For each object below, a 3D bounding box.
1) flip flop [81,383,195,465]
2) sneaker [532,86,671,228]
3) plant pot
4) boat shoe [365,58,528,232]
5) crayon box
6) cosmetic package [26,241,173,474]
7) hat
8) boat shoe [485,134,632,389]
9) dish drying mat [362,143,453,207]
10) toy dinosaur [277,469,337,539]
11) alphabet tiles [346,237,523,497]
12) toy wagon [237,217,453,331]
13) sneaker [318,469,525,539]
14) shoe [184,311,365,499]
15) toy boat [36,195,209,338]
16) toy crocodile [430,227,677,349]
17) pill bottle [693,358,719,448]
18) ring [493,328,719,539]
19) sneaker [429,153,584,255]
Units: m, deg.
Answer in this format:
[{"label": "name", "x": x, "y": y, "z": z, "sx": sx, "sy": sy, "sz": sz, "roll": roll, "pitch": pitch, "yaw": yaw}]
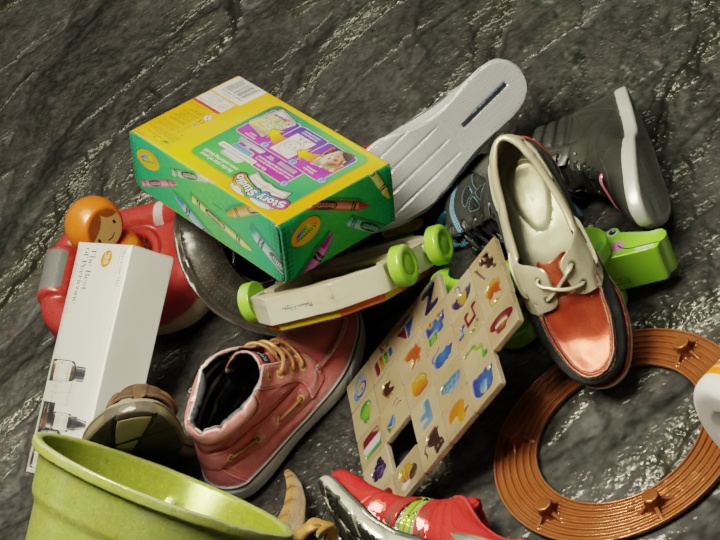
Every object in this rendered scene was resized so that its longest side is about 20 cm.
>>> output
[{"label": "flip flop", "x": -0.171, "y": 0.121, "z": 1.645, "sx": 0.080, "sy": 0.200, "sz": 0.058, "roll": -8, "pitch": 78, "yaw": 4}, {"label": "sneaker", "x": 0.190, "y": -0.074, "z": 1.689, "sx": 0.099, "sy": 0.071, "sz": 0.200, "roll": -25, "pitch": 26, "yaw": 13}, {"label": "plant pot", "x": -0.173, "y": 0.238, "z": 1.493, "sx": 0.200, "sy": 0.200, "sz": 0.186, "roll": 20, "pitch": 88, "yaw": 47}, {"label": "boat shoe", "x": 0.061, "y": -0.097, "z": 1.756, "sx": 0.199, "sy": 0.072, "sz": 0.071, "roll": -37, "pitch": -4, "yaw": -6}, {"label": "crayon box", "x": -0.081, "y": -0.077, "z": 1.690, "sx": 0.118, "sy": 0.059, "sz": 0.200, "roll": -30, "pitch": 44, "yaw": -29}, {"label": "cosmetic package", "x": -0.219, "y": 0.079, "z": 1.749, "sx": 0.082, "sy": 0.050, "sz": 0.202, "roll": 3, "pitch": 78, "yaw": 46}, {"label": "hat", "x": -0.068, "y": -0.023, "z": 1.801, "sx": 0.201, "sy": 0.200, "sz": 0.081, "roll": -50, "pitch": -3, "yaw": -23}, {"label": "boat shoe", "x": 0.144, "y": -0.008, "z": 1.549, "sx": 0.071, "sy": 0.063, "sz": 0.201, "roll": -22, "pitch": 75, "yaw": 12}, {"label": "dish drying mat", "x": -0.012, "y": -0.064, "z": 1.768, "sx": 0.199, "sy": 0.018, "sz": 0.077, "roll": -20, "pitch": 69, "yaw": -24}, {"label": "toy dinosaur", "x": -0.057, "y": 0.208, "z": 1.559, "sx": 0.106, "sy": 0.061, "sz": 0.201, "roll": -7, "pitch": 43, "yaw": 33}, {"label": "alphabet tiles", "x": 0.056, "y": 0.076, "z": 1.587, "sx": 0.200, "sy": 0.008, "sz": 0.168, "roll": -52, "pitch": 29, "yaw": 27}, {"label": "toy wagon", "x": 0.000, "y": 0.000, "z": 1.689, "sx": 0.154, "sy": 0.040, "sz": 0.200, "roll": -13, "pitch": 7, "yaw": 30}, {"label": "sneaker", "x": 0.051, "y": 0.192, "z": 1.504, "sx": 0.085, "sy": 0.077, "sz": 0.199, "roll": -37, "pitch": 42, "yaw": -26}, {"label": "shoe", "x": -0.066, "y": 0.082, "z": 1.669, "sx": 0.071, "sy": 0.091, "sz": 0.200, "roll": 22, "pitch": 60, "yaw": 29}, {"label": "toy boat", "x": -0.214, "y": -0.018, "z": 1.860, "sx": 0.199, "sy": 0.131, "sz": 0.131, "roll": -12, "pitch": 52, "yaw": 26}, {"label": "toy crocodile", "x": 0.149, "y": 0.006, "z": 1.632, "sx": 0.199, "sy": 0.068, "sz": 0.062, "roll": -18, "pitch": 38, "yaw": 19}, {"label": "pill bottle", "x": 0.329, "y": 0.055, "z": 1.408, "sx": 0.200, "sy": 0.113, "sz": 0.113, "roll": -42, "pitch": 37, "yaw": -12}, {"label": "ring", "x": 0.187, "y": 0.114, "z": 1.523, "sx": 0.199, "sy": 0.019, "sz": 0.201, "roll": -19, "pitch": 39, "yaw": 16}, {"label": "sneaker", "x": 0.117, "y": -0.042, "z": 1.688, "sx": 0.082, "sy": 0.073, "sz": 0.200, "roll": -46, "pitch": 13, "yaw": -7}]
